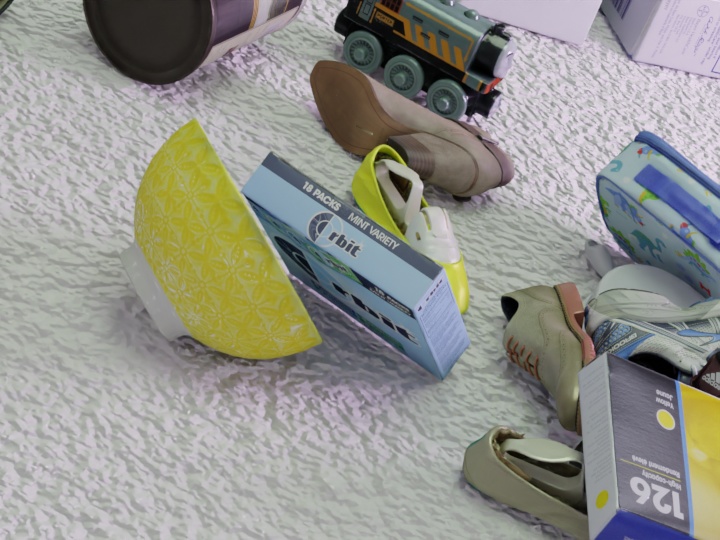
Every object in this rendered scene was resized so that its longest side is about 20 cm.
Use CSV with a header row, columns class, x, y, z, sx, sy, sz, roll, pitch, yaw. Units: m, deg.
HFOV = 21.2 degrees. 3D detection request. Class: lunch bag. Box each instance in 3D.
class,x,y,z,sx,sy,sz,roll,pitch,yaw
lunch bag,0.314,-0.031,1.803,0.200,0.082,0.161,42,-8,28

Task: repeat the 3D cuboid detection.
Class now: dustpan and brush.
class,x,y,z,sx,sy,sz,roll,pitch,yaw
dustpan and brush,0.252,0.024,1.791,0.138,0.058,0.201,-2,45,-18

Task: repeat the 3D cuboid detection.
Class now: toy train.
class,x,y,z,sx,sy,sz,roll,pitch,yaw
toy train,0.067,-0.238,1.994,0.199,0.115,0.085,31,32,13

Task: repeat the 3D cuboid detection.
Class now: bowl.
class,x,y,z,sx,sy,sz,roll,pitch,yaw
bowl,-0.123,-0.005,1.499,0.107,0.201,0.201,-30,47,-3

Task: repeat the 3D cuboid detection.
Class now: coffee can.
class,x,y,z,sx,sy,sz,roll,pitch,yaw
coffee can,-0.156,-0.278,1.875,0.146,0.147,0.200,32,31,14

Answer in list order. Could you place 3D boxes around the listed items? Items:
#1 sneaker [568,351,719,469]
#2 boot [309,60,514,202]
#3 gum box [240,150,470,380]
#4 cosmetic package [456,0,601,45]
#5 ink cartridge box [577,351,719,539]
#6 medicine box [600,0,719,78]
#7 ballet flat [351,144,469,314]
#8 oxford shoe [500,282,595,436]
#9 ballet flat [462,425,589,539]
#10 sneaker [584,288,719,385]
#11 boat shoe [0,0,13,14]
class,x,y,z,sx,sy,sz,roll,pitch,yaw
sneaker,0.259,0.117,1.580,0.199,0.116,0.076,-10,44,-43
boot,0.055,-0.137,1.891,0.145,0.071,0.200,1,38,-43
gum box,0.000,0.000,1.541,0.169,0.045,0.200,35,-11,18
cosmetic package,0.208,-0.403,2.289,0.166,0.167,0.201,15,31,-12
ink cartridge box,0.258,0.180,1.467,0.196,0.047,0.201,23,44,-25
medicine box,0.408,-0.329,2.370,0.198,0.104,0.183,10,34,-22
ballet flat,0.047,-0.042,1.729,0.066,0.067,0.201,3,37,-31
oxford shoe,0.158,0.078,1.634,0.073,0.072,0.200,0,26,-3
ballet flat,0.175,0.175,1.487,0.198,0.070,0.070,24,31,0
sneaker,0.292,0.074,1.665,0.198,0.077,0.086,2,57,-1
boat shoe,-0.366,-0.244,1.754,0.060,0.076,0.200,18,32,3
